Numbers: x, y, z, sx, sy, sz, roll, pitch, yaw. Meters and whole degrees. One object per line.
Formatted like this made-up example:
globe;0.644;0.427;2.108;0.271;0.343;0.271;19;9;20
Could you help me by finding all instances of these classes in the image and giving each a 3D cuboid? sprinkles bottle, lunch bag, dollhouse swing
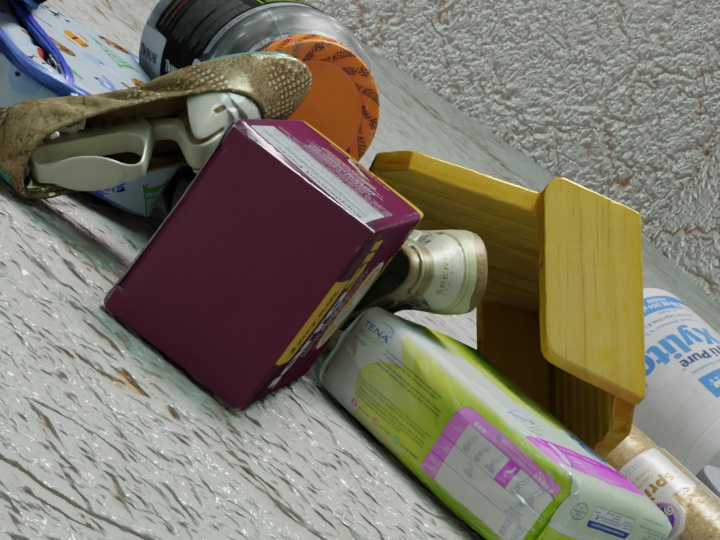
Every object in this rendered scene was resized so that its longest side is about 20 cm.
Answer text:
sprinkles bottle;0.230;0.183;1.689;0.200;0.068;0.068;43;10;34
lunch bag;-0.201;-0.119;1.526;0.160;0.076;0.200;29;11;-35
dollhouse swing;0.080;0.034;1.588;0.176;0.182;0.200;5;-20;-10

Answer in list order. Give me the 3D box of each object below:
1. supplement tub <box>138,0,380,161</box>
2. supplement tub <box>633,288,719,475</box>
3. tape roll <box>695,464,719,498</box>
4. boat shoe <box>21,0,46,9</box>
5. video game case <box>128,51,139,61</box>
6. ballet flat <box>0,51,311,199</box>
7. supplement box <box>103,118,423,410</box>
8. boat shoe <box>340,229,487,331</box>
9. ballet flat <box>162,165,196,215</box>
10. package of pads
supplement tub;-0.066;-0.126;1.562;0.123;0.123;0.200;33;3;-26
supplement tub;0.281;0.117;2.022;0.132;0.132;0.200;29;11;-45
tape roll;0.320;0.235;1.785;0.200;0.066;0.200;36;9;-7
boat shoe;-0.216;-0.224;1.546;0.084;0.069;0.200;43;8;-13
video game case;-0.153;-0.110;1.759;0.181;0.045;0.200;42;10;31
ballet flat;-0.120;-0.078;1.391;0.065;0.200;0.071;-111;-171;-47
supplement box;-0.050;-0.009;1.364;0.103;0.131;0.200;38;10;5
boat shoe;0.000;0.000;1.529;0.063;0.073;0.200;4;-9;-36
ballet flat;-0.081;-0.015;1.534;0.070;0.067;0.200;7;23;-31
package of pads;0.082;0.112;1.470;0.200;0.068;0.154;40;9;33
